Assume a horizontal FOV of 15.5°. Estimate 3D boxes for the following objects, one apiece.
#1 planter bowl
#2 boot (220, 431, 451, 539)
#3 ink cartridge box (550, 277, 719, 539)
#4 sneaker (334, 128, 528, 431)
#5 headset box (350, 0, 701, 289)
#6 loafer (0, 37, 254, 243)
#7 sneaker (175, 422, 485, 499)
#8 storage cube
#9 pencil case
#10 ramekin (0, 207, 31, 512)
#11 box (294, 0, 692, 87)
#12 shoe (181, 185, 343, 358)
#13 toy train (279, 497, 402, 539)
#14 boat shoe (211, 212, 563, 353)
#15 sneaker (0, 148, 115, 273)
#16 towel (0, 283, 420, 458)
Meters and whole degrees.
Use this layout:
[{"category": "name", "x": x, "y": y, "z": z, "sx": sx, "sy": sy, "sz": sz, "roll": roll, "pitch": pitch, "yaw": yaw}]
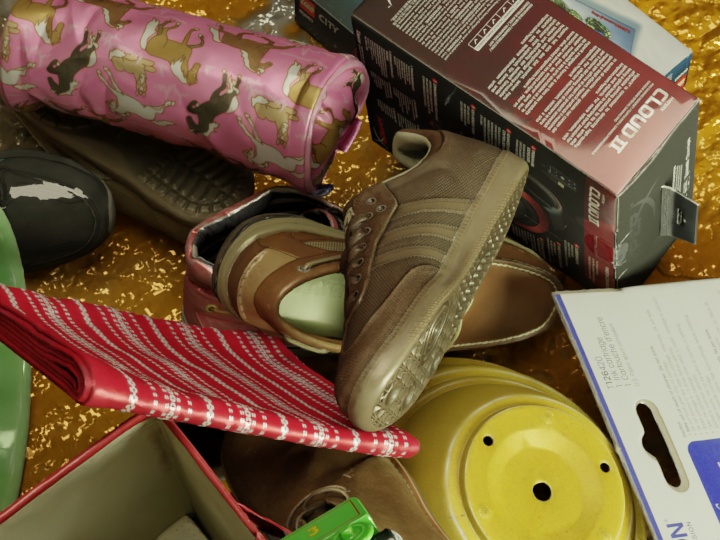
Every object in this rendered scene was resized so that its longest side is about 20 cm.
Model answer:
[{"category": "planter bowl", "x": 0.077, "y": 0.124, "z": 1.350, "sx": 0.200, "sy": 0.083, "sz": 0.201, "roll": 10, "pitch": 64, "yaw": -21}, {"category": "boot", "x": -0.009, "y": 0.118, "z": 1.279, "sx": 0.074, "sy": 0.075, "sz": 0.200, "roll": -51, "pitch": 51, "yaw": -1}, {"category": "ink cartridge box", "x": 0.212, "y": 0.093, "z": 1.403, "sx": 0.200, "sy": 0.047, "sz": 0.198, "roll": -6, "pitch": 59, "yaw": -25}, {"category": "sneaker", "x": 0.017, "y": 0.002, "z": 1.321, "sx": 0.075, "sy": 0.070, "sz": 0.200, "roll": 22, "pitch": 43, "yaw": 11}, {"category": "headset box", "x": 0.098, "y": -0.075, "z": 1.429, "sx": 0.200, "sy": 0.149, "sz": 0.075, "roll": 36, "pitch": 73, "yaw": 19}, {"category": "loafer", "x": -0.139, "y": -0.072, "z": 1.511, "sx": 0.076, "sy": 0.067, "sz": 0.200, "roll": -35, "pitch": 59, "yaw": -23}, {"category": "sneaker", "x": -0.029, "y": 0.094, "z": 1.400, "sx": 0.200, "sy": 0.090, "sz": 0.075, "roll": -12, "pitch": 60, "yaw": -8}, {"category": "storage cube", "x": -0.104, "y": 0.206, "z": 1.265, "sx": 0.200, "sy": 0.180, "sz": 0.171, "roll": -36, "pitch": 66, "yaw": -12}, {"category": "pencil case", "x": -0.099, "y": -0.102, "z": 1.435, "sx": 0.200, "sy": 0.087, "sz": 0.083, "roll": 17, "pitch": 37, "yaw": 14}, {"category": "ramekin", "x": -0.242, "y": 0.059, "z": 1.358, "sx": 0.098, "sy": 0.200, "sz": 0.200, "roll": 1, "pitch": 59, "yaw": 8}, {"category": "box", "x": 0.077, "y": -0.140, "z": 1.574, "sx": 0.137, "sy": 0.038, "sz": 0.200, "roll": -40, "pitch": 68, "yaw": -21}, {"category": "shoe", "x": 0.000, "y": 0.000, "z": 1.457, "sx": 0.200, "sy": 0.091, "sz": 0.072, "roll": -7, "pitch": 59, "yaw": -6}, {"category": "toy train", "x": -0.071, "y": 0.163, "z": 1.153, "sx": 0.200, "sy": 0.042, "sz": 0.056, "roll": -30, "pitch": 21, "yaw": -5}, {"category": "boat shoe", "x": 0.021, "y": 0.019, "z": 1.395, "sx": 0.200, "sy": 0.076, "sz": 0.074, "roll": 2, "pitch": 21, "yaw": -29}, {"category": "sneaker", "x": -0.236, "y": -0.020, "z": 1.462, "sx": 0.200, "sy": 0.076, "sz": 0.079, "roll": -3, "pitch": 21, "yaw": 4}, {"category": "towel", "x": -0.085, "y": 0.047, "z": 1.285, "sx": 0.200, "sy": 0.023, "sz": 0.145, "roll": 13, "pitch": 12, "yaw": -37}]
